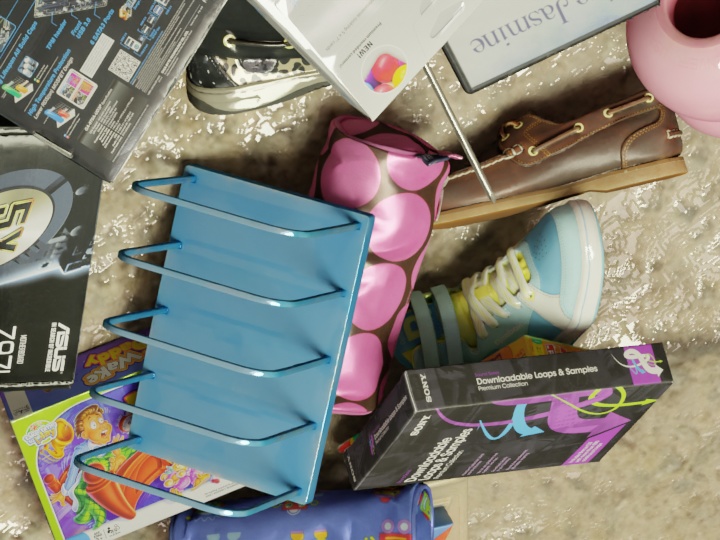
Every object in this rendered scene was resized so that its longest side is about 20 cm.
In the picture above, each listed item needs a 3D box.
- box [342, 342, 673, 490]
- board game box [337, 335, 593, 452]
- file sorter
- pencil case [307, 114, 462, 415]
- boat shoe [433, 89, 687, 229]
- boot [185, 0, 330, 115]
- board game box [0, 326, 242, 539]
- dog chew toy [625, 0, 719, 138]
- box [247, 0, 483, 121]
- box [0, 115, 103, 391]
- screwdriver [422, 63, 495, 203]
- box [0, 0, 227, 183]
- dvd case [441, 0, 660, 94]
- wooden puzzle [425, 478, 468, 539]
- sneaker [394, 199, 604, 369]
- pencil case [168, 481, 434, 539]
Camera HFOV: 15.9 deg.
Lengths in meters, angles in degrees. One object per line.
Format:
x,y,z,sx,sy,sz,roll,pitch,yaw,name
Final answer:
0.102,0.104,1.798,0.199,0.036,0.143,-4,155,-21,box
0.081,0.104,1.866,0.095,0.030,0.199,13,148,-44,board game box
-0.093,0.046,1.684,0.123,0.138,0.201,-12,116,-69,file sorter
0.000,0.000,1.758,0.093,0.091,0.201,10,105,-32,pencil case
0.128,-0.078,1.805,0.199,0.070,0.071,-14,90,-4,boat shoe
-0.029,-0.198,1.651,0.202,0.074,0.155,-20,125,-11,boot
-0.142,0.108,1.826,0.199,0.045,0.135,-22,127,-8,board game box
0.254,-0.148,1.764,0.124,0.125,0.200,-37,156,5,dog chew toy
-0.008,-0.212,1.536,0.156,0.041,0.200,-47,120,0,box
-0.261,-0.025,1.661,0.163,0.086,0.201,-1,122,-23,box
0.046,-0.128,1.660,0.028,0.029,0.201,-15,122,29,screwdriver
-0.165,-0.178,1.559,0.158,0.046,0.201,31,95,-8,box
0.092,-0.214,1.624,0.142,0.018,0.200,-25,130,7,dvd case
0.002,0.255,1.985,0.184,0.046,0.201,-12,126,-16,wooden puzzle
0.090,0.024,1.819,0.130,0.080,0.200,-2,143,-18,sneaker
-0.038,0.202,1.865,0.199,0.078,0.087,-6,110,13,pencil case
